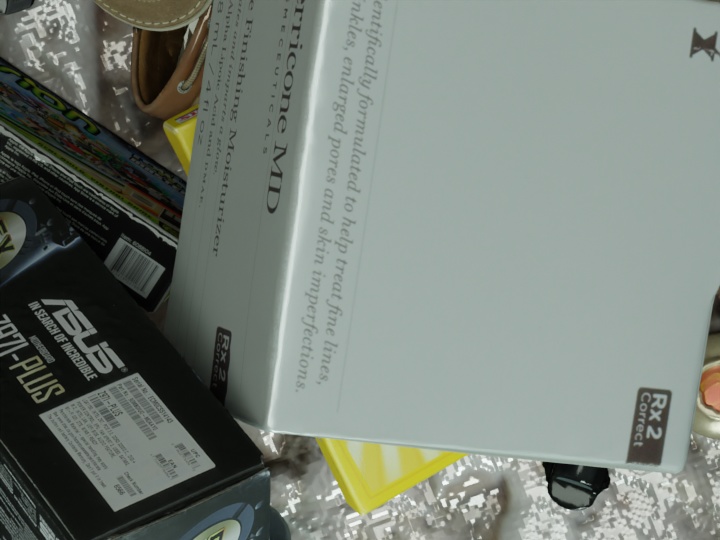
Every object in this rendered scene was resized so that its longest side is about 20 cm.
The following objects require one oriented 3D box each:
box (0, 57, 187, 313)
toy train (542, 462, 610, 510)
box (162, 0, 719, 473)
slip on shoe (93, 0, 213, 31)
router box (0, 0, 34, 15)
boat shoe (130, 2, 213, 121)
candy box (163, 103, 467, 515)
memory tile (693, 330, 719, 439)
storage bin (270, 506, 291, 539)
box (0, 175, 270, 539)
[{"bbox_3d":[-0.157,-0.059,1.198,0.200,0.110,0.035,34,102,-1],"label":"box"},{"bbox_3d":[0.120,0.015,1.209,0.034,0.046,0.200,16,102,4],"label":"toy train"},{"bbox_3d":[0.038,-0.030,1.119,0.200,0.131,0.200,7,94,-26],"label":"box"},{"bbox_3d":[-0.113,-0.187,1.101,0.076,0.061,0.200,-15,110,6],"label":"slip on shoe"},{"bbox_3d":[-0.207,-0.229,1.201,0.157,0.052,0.201,14,101,5],"label":"router box"},{"bbox_3d":[-0.062,-0.157,1.175,0.072,0.076,0.201,-4,102,-37],"label":"boat shoe"},{"bbox_3d":[0.000,0.000,1.197,0.102,0.026,0.200,-28,108,-8],"label":"candy box"},{"bbox_3d":[0.252,0.070,1.219,0.153,0.017,0.200,-44,92,12],"label":"memory tile"},{"bbox_3d":[-0.138,0.174,1.236,0.199,0.146,0.135,9,128,5],"label":"storage bin"},{"bbox_3d":[-0.123,0.089,1.102,0.086,0.200,0.164,-23,138,-25],"label":"box"}]
